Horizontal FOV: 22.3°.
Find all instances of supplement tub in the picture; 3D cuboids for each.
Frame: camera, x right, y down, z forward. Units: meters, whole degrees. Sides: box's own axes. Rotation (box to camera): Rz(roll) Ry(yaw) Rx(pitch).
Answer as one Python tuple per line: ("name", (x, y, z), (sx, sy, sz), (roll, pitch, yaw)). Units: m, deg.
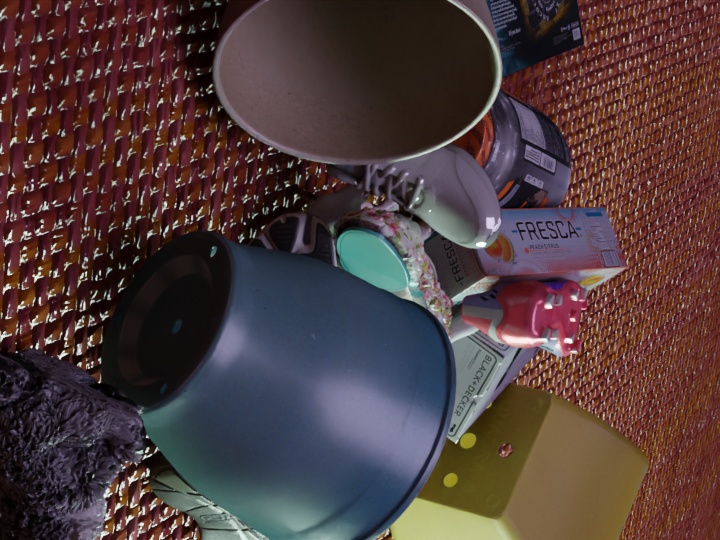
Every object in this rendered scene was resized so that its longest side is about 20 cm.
("supplement tub", (0.099, -0.101, 1.585), (0.200, 0.122, 0.124), (15, 90, -64))

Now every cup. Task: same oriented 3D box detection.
("cup", (-0.002, -0.191, 1.284), (0.201, 0.198, 0.144), (65, 21, -54))

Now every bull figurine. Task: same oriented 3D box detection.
("bull figurine", (0.000, 0.000, 1.495), (0.121, 0.065, 0.202), (-23, 131, -35))

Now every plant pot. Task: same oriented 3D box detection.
("plant pot", (-0.069, 0.073, 1.255), (0.187, 0.199, 0.202), (32, 74, -36))
("plant pot", (0.134, 0.204, 1.771), (0.201, 0.199, 0.177), (-63, 142, -22))

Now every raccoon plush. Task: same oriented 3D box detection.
("raccoon plush", (-0.227, 0.117, 1.133), (0.199, 0.097, 0.135), (27, 94, -35))

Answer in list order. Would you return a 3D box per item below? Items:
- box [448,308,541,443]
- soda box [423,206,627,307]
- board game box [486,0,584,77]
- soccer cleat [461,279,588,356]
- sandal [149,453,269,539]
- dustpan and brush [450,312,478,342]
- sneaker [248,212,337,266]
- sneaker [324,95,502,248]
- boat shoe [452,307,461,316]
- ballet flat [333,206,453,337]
("box", (0.129, 0.057, 1.677), (0.200, 0.060, 0.117), (-42, 162, -49))
("soda box", (0.142, -0.013, 1.588), (0.199, 0.068, 0.064), (-2, 66, -46))
("board game box", (0.144, -0.254, 1.657), (0.200, 0.028, 0.137), (-28, 110, -57))
("soccer cleat", (0.144, 0.037, 1.547), (0.200, 0.076, 0.067), (6, 93, -72))
("sandal", (-0.102, 0.173, 1.410), (0.200, 0.081, 0.055), (50, 37, -52))
("dustpan and brush", (0.038, 0.091, 1.546), (0.199, 0.058, 0.140), (-27, 172, -3))
("sneaker", (-0.055, 0.038, 1.432), (0.084, 0.080, 0.202), (-65, 166, -57))
("sneaker", (0.019, -0.080, 1.375), (0.080, 0.200, 0.071), (-34, 160, -45))
("boat shoe", (0.083, 0.021, 1.695), (0.200, 0.060, 0.074), (-43, 165, -46))
("ballet flat", (0.027, -0.003, 1.426), (0.201, 0.075, 0.064), (68, 39, -54))
